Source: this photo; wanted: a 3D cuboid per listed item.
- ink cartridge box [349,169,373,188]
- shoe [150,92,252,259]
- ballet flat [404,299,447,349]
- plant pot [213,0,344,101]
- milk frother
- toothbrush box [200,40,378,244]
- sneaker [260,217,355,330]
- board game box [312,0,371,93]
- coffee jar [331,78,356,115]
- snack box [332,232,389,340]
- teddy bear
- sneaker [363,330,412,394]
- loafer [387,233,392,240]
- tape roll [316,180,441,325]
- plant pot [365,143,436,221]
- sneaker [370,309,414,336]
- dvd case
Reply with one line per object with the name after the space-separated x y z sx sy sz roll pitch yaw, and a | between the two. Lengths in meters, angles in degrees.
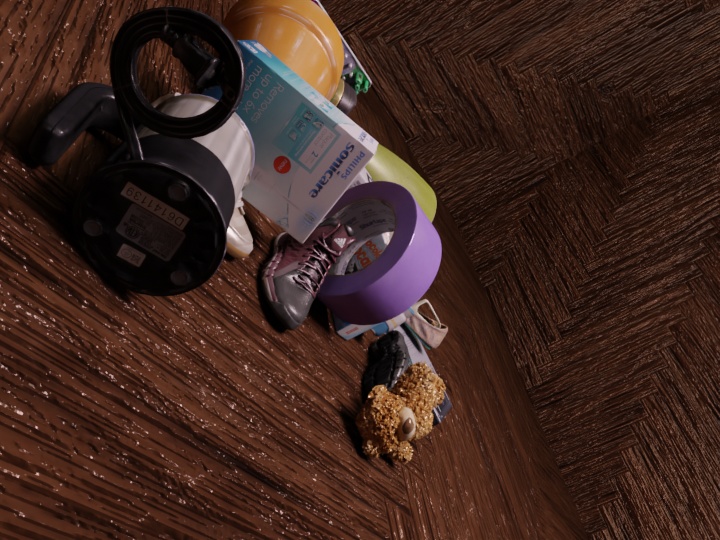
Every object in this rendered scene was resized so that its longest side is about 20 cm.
-0.018 -0.117 1.127 0.200 0.116 0.068 52 18 -36 | ink cartridge box
-0.174 -0.104 0.691 0.200 0.053 0.070 59 15 -13 | shoe
0.094 0.070 1.191 0.200 0.067 0.068 42 12 -20 | ballet flat
-0.135 -0.284 0.923 0.200 0.200 0.184 51 33 -36 | plant pot
-0.147 -0.118 0.525 0.181 0.200 0.188 50 18 -26 | milk frother
-0.099 -0.156 0.747 0.200 0.146 0.085 39 20 -10 | toothbrush box
-0.060 -0.015 0.795 0.076 0.115 0.200 53 16 -30 | sneaker
-0.112 -0.371 1.121 0.200 0.199 0.026 47 40 -43 | board game box
-0.108 -0.324 1.087 0.200 0.104 0.086 27 42 -26 | coffee jar
0.000 0.000 0.974 0.037 0.116 0.200 46 21 -46 | snack box
0.069 0.200 0.847 0.067 0.145 0.200 30 -7 28 | teddy bear
0.057 0.162 0.961 0.079 0.075 0.200 61 15 -12 | sneaker
0.055 -0.030 1.112 0.200 0.072 0.063 57 52 -70 | loafer
0.011 -0.027 0.894 0.085 0.200 0.200 47 20 -42 | tape roll
0.030 -0.167 1.232 0.200 0.187 0.188 47 21 -48 | plant pot
0.019 0.047 1.050 0.077 0.081 0.200 55 -3 -20 | sneaker
0.114 0.192 1.196 0.201 0.025 0.150 63 15 8 | dvd case
